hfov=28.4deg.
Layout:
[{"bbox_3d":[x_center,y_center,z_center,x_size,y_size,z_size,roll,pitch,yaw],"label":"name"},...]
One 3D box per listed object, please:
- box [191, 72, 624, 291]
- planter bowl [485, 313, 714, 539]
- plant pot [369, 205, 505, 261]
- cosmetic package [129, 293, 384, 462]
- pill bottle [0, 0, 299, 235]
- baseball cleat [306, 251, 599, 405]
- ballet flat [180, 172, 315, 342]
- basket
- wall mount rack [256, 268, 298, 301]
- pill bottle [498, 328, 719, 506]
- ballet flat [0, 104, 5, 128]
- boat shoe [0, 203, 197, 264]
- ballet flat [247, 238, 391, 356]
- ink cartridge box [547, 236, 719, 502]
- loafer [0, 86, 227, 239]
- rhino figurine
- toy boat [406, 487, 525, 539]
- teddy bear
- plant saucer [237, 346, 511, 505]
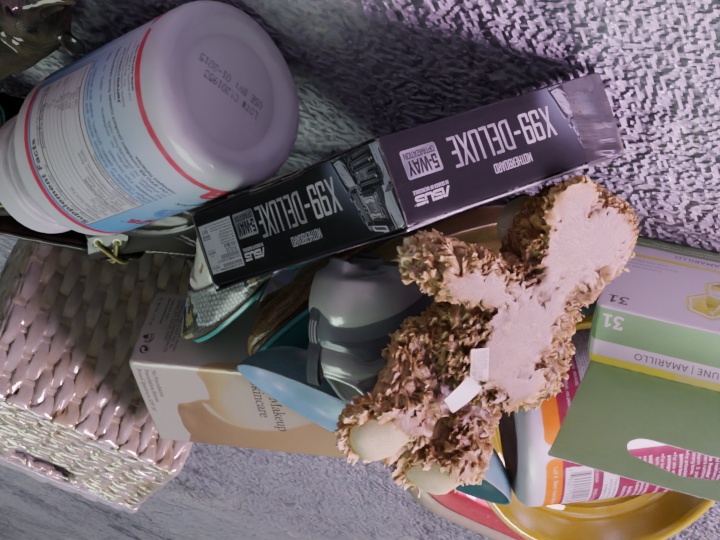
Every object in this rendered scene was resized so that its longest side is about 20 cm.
[{"bbox_3d":[0.021,-0.047,0.789,0.157,0.050,0.200,-20,-178,-35],"label":"box"},{"bbox_3d":[0.170,0.099,1.023,0.200,0.201,0.084,26,-163,-15],"label":"planter bowl"},{"bbox_3d":[0.060,0.013,0.931,0.199,0.028,0.200,-15,153,-8],"label":"plant pot"},{"bbox_3d":[-0.062,0.082,1.075,0.199,0.071,0.106,3,139,16],"label":"cosmetic package"},{"bbox_3d":[-0.138,-0.082,0.858,0.109,0.109,0.199,35,148,-33],"label":"pill bottle"},{"bbox_3d":[0.053,0.038,0.829,0.199,0.107,0.070,2,-169,-30],"label":"baseball cleat"},{"bbox_3d":[-0.072,-0.020,0.984,0.072,0.072,0.200,34,131,-32],"label":"ballet flat"},{"bbox_3d":[-0.227,0.073,1.217,0.197,0.201,0.161,26,152,-17],"label":"basket"},{"bbox_3d":[-0.027,0.033,1.115,0.199,0.075,0.174,22,138,-8],"label":"wall mount rack"},{"bbox_3d":[0.192,0.087,0.917,0.199,0.110,0.110,-6,158,-3],"label":"pill bottle"},{"bbox_3d":[-0.335,-0.120,0.986,0.199,0.067,0.068,15,115,32],"label":"ballet flat"},{"bbox_3d":[-0.203,-0.036,1.113,0.200,0.061,0.072,15,158,13],"label":"boat shoe"},{"bbox_3d":[0.000,0.000,0.982,0.200,0.073,0.068,-35,131,26],"label":"ballet flat"},{"bbox_3d":[0.201,0.053,0.813,0.145,0.200,0.048,13,119,17],"label":"ink cartridge box"},{"bbox_3d":[-0.187,-0.077,0.984,0.199,0.073,0.071,13,157,15],"label":"loafer"},{"bbox_3d":[-0.229,-0.148,0.869,0.087,0.060,0.199,13,167,-42],"label":"rhino figurine"},{"bbox_3d":[0.127,0.151,1.232,0.199,0.131,0.131,25,127,-14],"label":"toy boat"},{"bbox_3d":[0.064,0.032,0.762,0.144,0.201,0.067,15,-165,-30],"label":"teddy bear"},{"bbox_3d":[0.013,0.098,0.933,0.199,0.028,0.200,26,168,6],"label":"plant saucer"}]
